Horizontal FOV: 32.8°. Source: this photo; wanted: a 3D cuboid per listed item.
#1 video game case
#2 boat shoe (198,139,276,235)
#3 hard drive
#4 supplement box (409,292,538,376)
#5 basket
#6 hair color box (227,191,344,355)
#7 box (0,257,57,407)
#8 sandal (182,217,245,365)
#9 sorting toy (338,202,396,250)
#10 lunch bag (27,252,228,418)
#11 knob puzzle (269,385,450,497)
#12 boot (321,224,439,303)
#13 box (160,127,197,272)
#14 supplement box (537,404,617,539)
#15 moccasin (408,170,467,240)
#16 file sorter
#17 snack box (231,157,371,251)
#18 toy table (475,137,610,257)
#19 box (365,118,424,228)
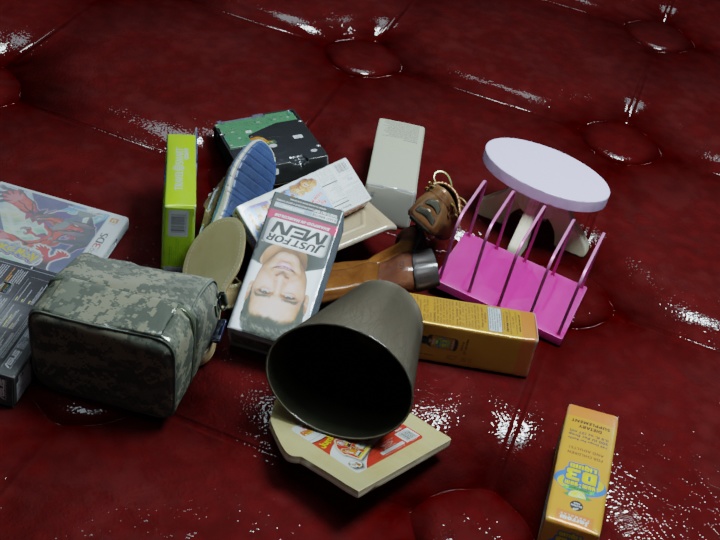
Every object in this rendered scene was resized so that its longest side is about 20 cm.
[{"bbox_3d":[-0.438,-0.043,1.657,0.197,0.023,0.183,15,37,5],"label":"video game case"},{"bbox_3d":[-0.182,-0.094,1.698,0.072,0.072,0.202,-8,51,46],"label":"boat shoe"},{"bbox_3d":[-0.140,-0.187,1.878,0.137,0.038,0.200,-11,32,-15],"label":"hard drive"},{"bbox_3d":[0.130,0.082,1.614,0.196,0.067,0.069,9,36,-5],"label":"supplement box"},{"bbox_3d":[0.000,0.096,1.481,0.177,0.138,0.200,15,21,11],"label":"basket"},{"bbox_3d":[-0.094,0.009,1.579,0.097,0.061,0.203,15,66,4],"label":"hair color box"},{"bbox_3d":[-0.450,0.065,1.489,0.156,0.049,0.201,14,36,4],"label":"box"},{"bbox_3d":[-0.194,0.037,1.591,0.076,0.070,0.215,5,58,11],"label":"sandal"},{"bbox_3d":[-0.073,-0.069,1.752,0.197,0.037,0.185,-19,38,-25],"label":"sorting toy"},{"bbox_3d":[-0.273,0.061,1.460,0.197,0.141,0.169,12,42,8],"label":"lunch bag"},{"bbox_3d":[-0.022,0.194,1.451,0.216,0.031,0.220,8,26,-4],"label":"knob puzzle"},{"bbox_3d":[0.000,0.000,1.701,0.196,0.070,0.189,-11,26,-3],"label":"boot"},{"bbox_3d":[-0.250,-0.097,1.696,0.047,0.123,0.201,2,37,-9],"label":"box"},{"bbox_3d":[0.252,0.248,1.416,0.065,0.070,0.201,15,39,8],"label":"supplement box"},{"bbox_3d":[0.111,-0.091,1.703,0.074,0.078,0.201,42,6,11],"label":"moccasin"},{"bbox_3d":[0.226,-0.020,1.714,0.198,0.127,0.139,25,38,12],"label":"file sorter"},{"bbox_3d":[-0.079,-0.089,1.693,0.198,0.024,0.073,-27,81,-33],"label":"snack box"},{"bbox_3d":[0.269,-0.106,1.858,0.199,0.118,0.183,32,41,24],"label":"toy table"},{"bbox_3d":[0.052,-0.153,1.900,0.081,0.069,0.201,12,37,1],"label":"box"}]
